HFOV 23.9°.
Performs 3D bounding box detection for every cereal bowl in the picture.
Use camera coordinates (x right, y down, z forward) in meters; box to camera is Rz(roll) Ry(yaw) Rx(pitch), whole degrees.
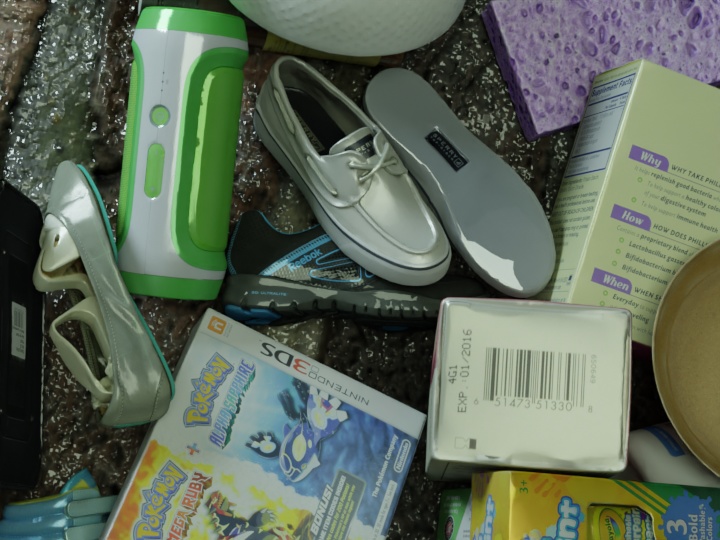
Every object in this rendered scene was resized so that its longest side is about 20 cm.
[{"bbox_3d":[-0.009,-0.252,1.230,0.200,0.083,0.200,8,49,-10],"label":"cereal bowl"}]

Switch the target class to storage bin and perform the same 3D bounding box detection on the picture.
[{"bbox_3d":[-0.271,0.046,1.135,0.094,0.135,0.200,-1,81,4],"label":"storage bin"}]

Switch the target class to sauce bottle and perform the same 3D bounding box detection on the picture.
[{"bbox_3d":[-0.064,-0.193,1.263,0.200,0.066,0.066,5,80,-12],"label":"sauce bottle"}]

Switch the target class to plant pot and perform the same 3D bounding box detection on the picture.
[{"bbox_3d":[0.297,0.068,1.196,0.200,0.027,0.200,3,73,-9],"label":"plant pot"}]

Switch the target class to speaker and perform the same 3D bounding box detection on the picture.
[{"bbox_3d":[-0.128,-0.082,1.205,0.088,0.088,0.200,5,93,-11],"label":"speaker"}]

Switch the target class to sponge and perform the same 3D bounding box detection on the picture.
[{"bbox_3d":[0.205,-0.181,1.335,0.200,0.030,0.112,-17,86,-14],"label":"sponge"}]

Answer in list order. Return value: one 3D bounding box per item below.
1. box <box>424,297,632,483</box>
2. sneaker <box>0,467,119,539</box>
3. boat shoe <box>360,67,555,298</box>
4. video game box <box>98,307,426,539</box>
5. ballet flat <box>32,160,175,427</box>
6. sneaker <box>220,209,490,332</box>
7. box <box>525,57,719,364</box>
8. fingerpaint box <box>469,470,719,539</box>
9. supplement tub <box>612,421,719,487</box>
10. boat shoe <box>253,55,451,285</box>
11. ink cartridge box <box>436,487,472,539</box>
[{"bbox_3d":[0.112,0.090,1.176,0.128,0.200,0.109,3,80,1],"label":"box"},{"bbox_3d":[-0.163,0.208,1.172,0.200,0.080,0.131,13,80,-10],"label":"sneaker"},{"bbox_3d":[0.068,-0.058,1.265,0.071,0.070,0.200,-39,82,-18],"label":"boat shoe"},{"bbox_3d":[-0.065,0.148,1.183,0.182,0.047,0.200,25,55,-6],"label":"video game box"},{"bbox_3d":[-0.188,0.015,1.159,0.064,0.067,0.200,-15,71,-28],"label":"ballet flat"},{"bbox_3d":[0.000,0.000,1.242,0.200,0.073,0.082,5,75,-13],"label":"sneaker"},{"bbox_3d":[0.240,-0.031,1.270,0.176,0.097,0.200,19,84,-13],"label":"box"},{"bbox_3d":[0.154,0.234,1.088,0.167,0.073,0.200,7,80,-17],"label":"fingerpaint box"},{"bbox_3d":[0.292,0.162,1.248,0.200,0.132,0.132,-11,84,-13],"label":"supplement tub"},{"bbox_3d":[-0.003,-0.076,1.223,0.072,0.066,0.200,-25,64,-26],"label":"boat shoe"},{"bbox_3d":[0.105,0.255,1.186,0.084,0.145,0.200,10,80,-14],"label":"ink cartridge box"}]
